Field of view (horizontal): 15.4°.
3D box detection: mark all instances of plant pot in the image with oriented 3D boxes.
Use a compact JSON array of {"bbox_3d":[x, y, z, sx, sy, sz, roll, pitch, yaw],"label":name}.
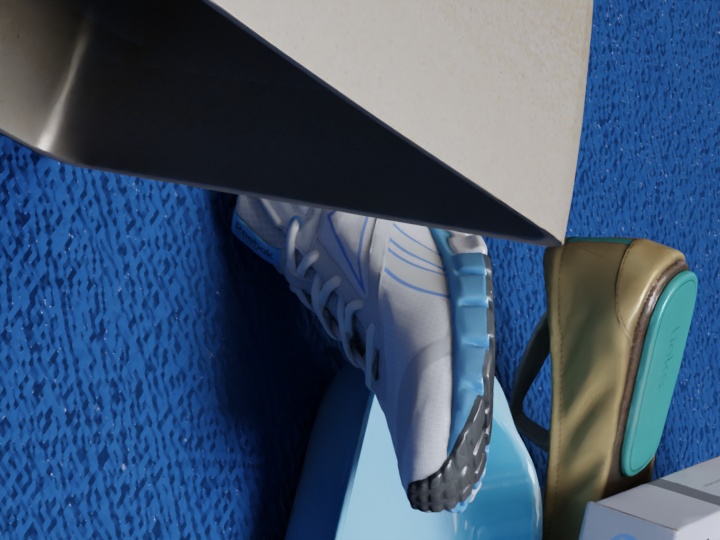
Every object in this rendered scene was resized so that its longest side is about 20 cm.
[{"bbox_3d":[-0.045,-0.133,0.725,0.200,0.200,0.177,30,75,-51],"label":"plant pot"}]

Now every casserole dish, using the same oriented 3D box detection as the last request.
[{"bbox_3d":[0.013,0.112,0.937,0.121,0.039,0.200,51,39,-37],"label":"casserole dish"}]

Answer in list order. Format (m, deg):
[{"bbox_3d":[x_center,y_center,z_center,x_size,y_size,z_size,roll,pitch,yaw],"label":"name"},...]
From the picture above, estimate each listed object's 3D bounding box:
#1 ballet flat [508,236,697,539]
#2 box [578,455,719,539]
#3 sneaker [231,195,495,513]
[{"bbox_3d":[0.086,0.078,1.041,0.069,0.063,0.200,-24,126,-59],"label":"ballet flat"},{"bbox_3d":[0.131,0.153,1.054,0.200,0.041,0.156,-9,114,-61],"label":"box"},{"bbox_3d":[0.000,0.000,0.914,0.075,0.086,0.200,95,-9,-48],"label":"sneaker"}]
